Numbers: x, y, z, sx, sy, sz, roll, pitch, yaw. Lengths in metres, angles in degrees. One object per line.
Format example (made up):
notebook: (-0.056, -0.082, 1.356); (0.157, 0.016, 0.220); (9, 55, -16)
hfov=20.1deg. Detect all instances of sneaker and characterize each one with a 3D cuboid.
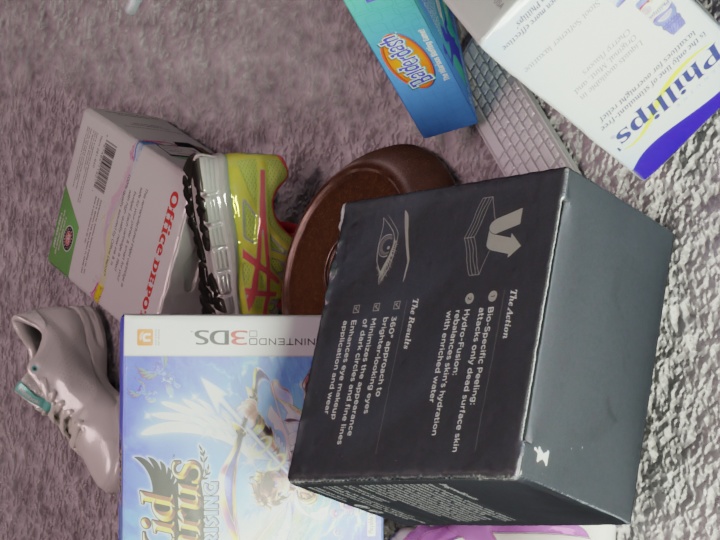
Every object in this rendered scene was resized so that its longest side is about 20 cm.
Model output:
sneaker: (-0.260, 0.116, 1.796); (0.075, 0.088, 0.200); (-59, 42, 36)
sneaker: (-0.080, -0.001, 1.593); (0.078, 0.090, 0.200); (-137, 37, -59)
sneaker: (0.099, 0.168, 1.354); (0.200, 0.073, 0.115); (4, 77, 50)

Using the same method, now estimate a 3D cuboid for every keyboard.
keyboard: (0.113, -0.085, 1.401); (0.056, 0.011, 0.200); (-54, 46, 34)

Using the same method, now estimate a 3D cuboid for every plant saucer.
plant saucer: (0.000, 0.000, 1.496); (0.200, 0.034, 0.201); (-26, 57, 47)

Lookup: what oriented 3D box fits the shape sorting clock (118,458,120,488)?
shape sorting clock: (-0.098, 0.180, 1.492); (0.039, 0.200, 0.200); (-32, 61, 38)

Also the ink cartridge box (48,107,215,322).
ink cartridge box: (-0.171, -0.036, 1.706); (0.200, 0.084, 0.145); (33, 112, 50)

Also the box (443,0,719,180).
box: (0.117, -0.179, 1.237); (0.105, 0.200, 0.184); (-44, 49, 12)

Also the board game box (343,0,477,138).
board game box: (0.023, -0.203, 1.382); (0.045, 0.200, 0.152); (-16, 61, 11)

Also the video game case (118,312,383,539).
video game case: (-0.075, 0.130, 1.398); (0.045, 0.181, 0.201); (164, 106, -81)

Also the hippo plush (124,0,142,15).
hippo plush: (-0.149, -0.353, 1.703); (0.200, 0.159, 0.161); (73, -172, -47)

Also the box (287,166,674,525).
box: (0.076, 0.055, 1.291); (0.200, 0.117, 0.197); (-7, 65, 45)
